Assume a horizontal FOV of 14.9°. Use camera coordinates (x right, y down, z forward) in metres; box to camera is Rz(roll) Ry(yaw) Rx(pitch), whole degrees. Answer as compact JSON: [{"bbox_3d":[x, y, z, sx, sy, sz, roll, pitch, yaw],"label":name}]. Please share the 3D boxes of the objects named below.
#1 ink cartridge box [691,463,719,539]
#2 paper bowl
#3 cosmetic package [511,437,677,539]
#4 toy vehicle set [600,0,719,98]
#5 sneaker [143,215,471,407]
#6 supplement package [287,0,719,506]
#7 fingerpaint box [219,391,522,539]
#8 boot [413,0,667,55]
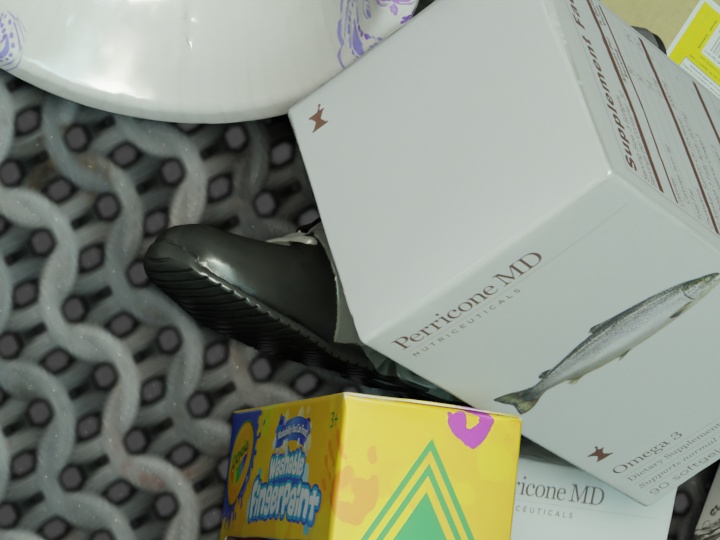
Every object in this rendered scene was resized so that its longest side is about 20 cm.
[{"bbox_3d":[0.241,0.135,1.186,0.147,0.144,0.201,40,57,-24],"label":"ink cartridge box"},{"bbox_3d":[-0.071,-0.153,1.024,0.200,0.200,0.105,25,52,-25],"label":"paper bowl"},{"bbox_3d":[0.053,0.171,1.175,0.112,0.081,0.201,8,95,-30],"label":"cosmetic package"},{"bbox_3d":[0.141,-0.068,1.213,0.200,0.026,0.125,39,81,-23],"label":"toy vehicle set"},{"bbox_3d":[0.000,0.000,1.139,0.199,0.074,0.089,21,81,-36],"label":"sneaker"},{"bbox_3d":[0.086,-0.012,1.043,0.117,0.118,0.200,-34,141,23],"label":"supplement package"},{"bbox_3d":[-0.008,0.136,1.059,0.073,0.200,0.168,8,84,-13],"label":"fingerpaint box"},{"bbox_3d":[0.082,-0.113,1.112,0.131,0.070,0.200,22,107,-43],"label":"boot"}]
